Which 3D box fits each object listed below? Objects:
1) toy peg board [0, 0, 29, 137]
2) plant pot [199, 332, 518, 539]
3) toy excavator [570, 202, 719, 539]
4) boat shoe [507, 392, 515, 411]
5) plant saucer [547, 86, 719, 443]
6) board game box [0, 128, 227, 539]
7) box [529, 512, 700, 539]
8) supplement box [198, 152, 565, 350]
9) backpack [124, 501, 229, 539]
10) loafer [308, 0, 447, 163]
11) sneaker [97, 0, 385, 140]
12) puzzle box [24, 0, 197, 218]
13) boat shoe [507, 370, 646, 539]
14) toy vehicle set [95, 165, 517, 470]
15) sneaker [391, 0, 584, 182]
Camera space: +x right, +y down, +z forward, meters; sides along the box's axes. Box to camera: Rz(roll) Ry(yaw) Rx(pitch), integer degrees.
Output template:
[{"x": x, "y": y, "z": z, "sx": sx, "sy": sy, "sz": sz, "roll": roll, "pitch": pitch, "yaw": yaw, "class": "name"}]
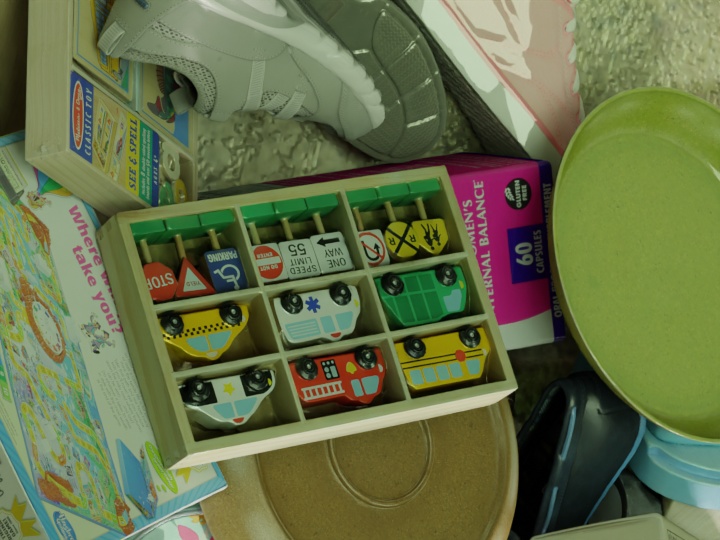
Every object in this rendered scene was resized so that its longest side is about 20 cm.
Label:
[{"x": -0.231, "y": -0.087, "z": 1.458, "sx": 0.199, "sy": 0.097, "sz": 0.201, "roll": 27, "pitch": 81, "yaw": -61, "class": "toy peg board"}, {"x": 0.005, "y": 0.090, "z": 1.502, "sx": 0.199, "sy": 0.027, "sz": 0.202, "roll": 9, "pitch": 72, "yaw": -31, "class": "plant pot"}, {"x": 0.182, "y": 0.038, "z": 1.690, "sx": 0.099, "sy": 0.195, "sz": 0.201, "roll": 6, "pitch": 122, "yaw": -28, "class": "toy excavator"}, {"x": 0.027, "y": 0.096, "z": 1.603, "sx": 0.200, "sy": 0.072, "sz": 0.072, "roll": -6, "pitch": 60, "yaw": -56, "class": "boat shoe"}, {"x": 0.171, "y": -0.001, "z": 1.616, "sx": 0.199, "sy": 0.031, "sz": 0.201, "roll": 14, "pitch": 66, "yaw": -36, "class": "plant saucer"}, {"x": -0.155, "y": 0.038, "z": 1.399, "sx": 0.134, "sy": 0.034, "sz": 0.201, "roll": -22, "pitch": 85, "yaw": -54, "class": "board game box"}, {"x": 0.165, "y": 0.202, "z": 1.640, "sx": 0.200, "sy": 0.077, "sz": 0.096, "roll": 36, "pitch": 45, "yaw": -62, "class": "box"}, {"x": 0.000, "y": 0.000, "z": 1.596, "sx": 0.199, "sy": 0.103, "sz": 0.102, "roll": -10, "pitch": 99, "yaw": -25, "class": "supplement box"}, {"x": -0.109, "y": 0.163, "z": 1.534, "sx": 0.178, "sy": 0.151, "sz": 0.200, "roll": -44, "pitch": 106, "yaw": -2, "class": "backpack"}, {"x": -0.019, "y": -0.140, "z": 1.589, "sx": 0.072, "sy": 0.063, "sz": 0.200, "roll": -35, "pitch": 130, "yaw": 9, "class": "loafer"}, {"x": -0.062, "y": -0.109, "z": 1.489, "sx": 0.082, "sy": 0.075, "sz": 0.200, "roll": -46, "pitch": 141, "yaw": 9, "class": "sneaker"}, {"x": -0.122, "y": -0.125, "z": 1.476, "sx": 0.133, "sy": 0.025, "sz": 0.201, "roll": 36, "pitch": 48, "yaw": -57, "class": "puzzle box"}, {"x": 0.081, "y": 0.135, "z": 1.654, "sx": 0.068, "sy": 0.084, "sz": 0.201, "roll": 11, "pitch": 109, "yaw": -42, "class": "boat shoe"}, {"x": -0.025, "y": 0.021, "z": 1.466, "sx": 0.199, "sy": 0.026, "sz": 0.125, "roll": -10, "pitch": 74, "yaw": -34, "class": "toy vehicle set"}, {"x": 0.102, "y": -0.118, "z": 1.649, "sx": 0.105, "sy": 0.075, "sz": 0.201, "roll": -41, "pitch": 109, "yaw": -12, "class": "sneaker"}]
